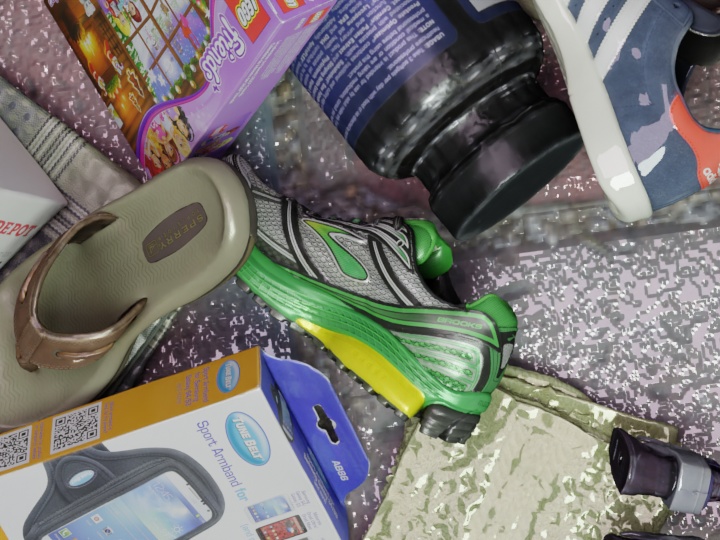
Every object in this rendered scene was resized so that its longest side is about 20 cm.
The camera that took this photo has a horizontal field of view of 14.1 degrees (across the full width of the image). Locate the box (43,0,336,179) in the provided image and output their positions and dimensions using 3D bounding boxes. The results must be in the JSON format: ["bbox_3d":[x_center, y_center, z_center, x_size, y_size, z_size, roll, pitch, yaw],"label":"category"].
[{"bbox_3d":[-0.092,-0.141,1.454,0.039,0.200,0.137,-27,79,-30],"label":"box"}]

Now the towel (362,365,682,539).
[{"bbox_3d":[0.070,0.151,1.475,0.148,0.036,0.201,21,91,12],"label":"towel"}]

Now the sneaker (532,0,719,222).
[{"bbox_3d":[0.129,-0.126,1.406,0.084,0.075,0.201,-21,77,6],"label":"sneaker"}]

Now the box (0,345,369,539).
[{"bbox_3d":[-0.097,0.115,1.479,0.199,0.042,0.119,-18,124,13],"label":"box"}]

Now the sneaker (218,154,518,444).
[{"bbox_3d":[0.000,0.000,1.467,0.200,0.078,0.085,37,97,23],"label":"sneaker"}]

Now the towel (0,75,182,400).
[{"bbox_3d":[-0.197,0.008,1.545,0.200,0.035,0.193,38,97,15],"label":"towel"}]

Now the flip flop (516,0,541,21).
[{"bbox_3d":[0.056,-0.214,1.483,0.081,0.058,0.201,-36,79,9],"label":"flip flop"}]

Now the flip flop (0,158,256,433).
[{"bbox_3d":[-0.134,0.012,1.457,0.200,0.057,0.081,-35,76,30],"label":"flip flop"}]

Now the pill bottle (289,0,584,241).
[{"bbox_3d":[0.021,-0.119,1.460,0.112,0.112,0.200,-39,80,8],"label":"pill bottle"}]

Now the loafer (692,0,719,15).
[{"bbox_3d":[0.140,-0.206,1.446,0.073,0.071,0.201,-21,81,-19],"label":"loafer"}]

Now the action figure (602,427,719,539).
[{"bbox_3d":[0.219,0.126,1.418,0.198,0.069,0.131,9,91,-8],"label":"action figure"}]

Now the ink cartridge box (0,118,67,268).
[{"bbox_3d":[-0.282,-0.024,1.476,0.200,0.147,0.145,-44,78,9],"label":"ink cartridge box"}]
